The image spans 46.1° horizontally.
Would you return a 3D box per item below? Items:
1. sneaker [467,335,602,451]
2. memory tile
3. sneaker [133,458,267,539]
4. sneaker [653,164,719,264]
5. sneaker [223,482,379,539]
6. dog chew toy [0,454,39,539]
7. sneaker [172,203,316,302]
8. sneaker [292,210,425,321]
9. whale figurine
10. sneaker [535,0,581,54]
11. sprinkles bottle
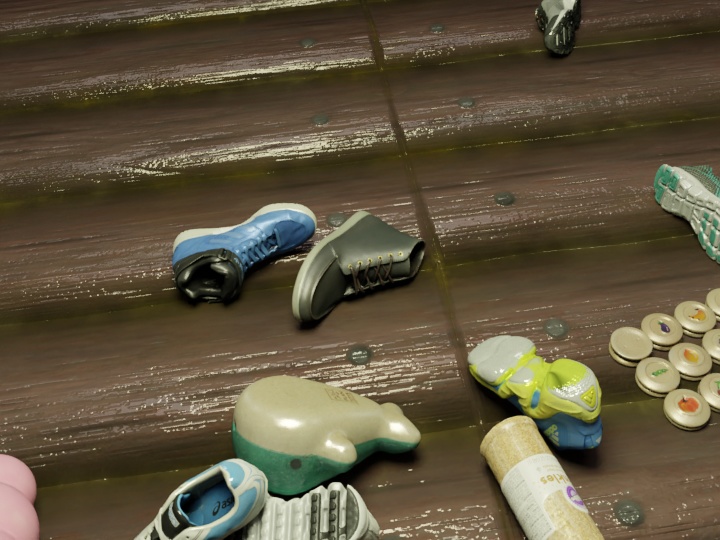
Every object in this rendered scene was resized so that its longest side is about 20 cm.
[{"bbox_3d":[0.189,0.141,0.921,0.075,0.107,0.199,-28,19,-16],"label":"sneaker"},{"bbox_3d":[0.405,0.096,0.986,0.196,0.017,0.154,-20,46,-15],"label":"memory tile"},{"bbox_3d":[-0.175,0.245,0.790,0.199,0.072,0.072,-41,50,6],"label":"sneaker"},{"bbox_3d":[0.482,-0.083,1.125,0.089,0.079,0.202,-12,46,-15],"label":"sneaker"},{"bbox_3d":[-0.073,0.252,0.822,0.196,0.081,0.077,-6,62,25],"label":"sneaker"},{"bbox_3d":[-0.362,0.260,0.799,0.121,0.127,0.202,-5,36,-2],"label":"dog chew toy"},{"bbox_3d":[-0.147,-0.017,1.090,0.195,0.078,0.112,-12,38,-2],"label":"sneaker"},{"bbox_3d":[0.000,0.000,1.066,0.104,0.076,0.201,19,47,25],"label":"sneaker"},{"bbox_3d":[-0.039,0.178,0.885,0.195,0.106,0.159,6,13,-23],"label":"whale figurine"},{"bbox_3d":[0.347,-0.443,1.511,0.077,0.075,0.202,3,37,20],"label":"sneaker"},{"bbox_3d":[0.186,0.238,0.817,0.067,0.069,0.202,-16,45,-13],"label":"sprinkles bottle"}]
